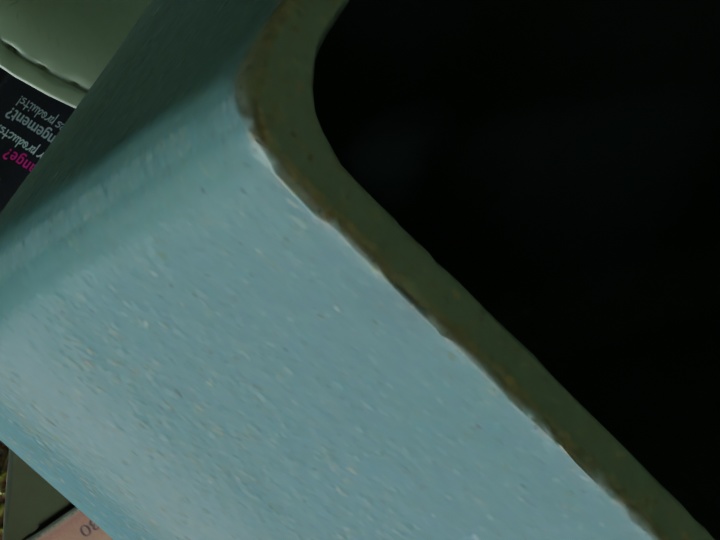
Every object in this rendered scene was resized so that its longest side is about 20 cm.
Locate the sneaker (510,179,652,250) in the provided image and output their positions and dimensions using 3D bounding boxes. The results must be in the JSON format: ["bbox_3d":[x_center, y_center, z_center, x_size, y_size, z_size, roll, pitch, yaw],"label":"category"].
[{"bbox_3d":[0.022,-0.093,0.626,0.199,0.092,0.078,33,-157,5],"label":"sneaker"}]

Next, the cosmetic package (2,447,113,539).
[{"bbox_3d":[-0.011,0.101,0.771,0.200,0.103,0.087,45,-162,-26],"label":"cosmetic package"}]

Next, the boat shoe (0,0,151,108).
[{"bbox_3d":[-0.114,-0.108,0.680,0.201,0.072,0.061,37,172,-9],"label":"boat shoe"}]

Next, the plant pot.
[{"bbox_3d":[0.027,-0.004,0.496,0.196,0.197,0.199,44,143,-19],"label":"plant pot"}]

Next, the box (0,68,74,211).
[{"bbox_3d":[-0.142,-0.097,0.928,0.200,0.115,0.132,36,-178,40],"label":"box"}]
